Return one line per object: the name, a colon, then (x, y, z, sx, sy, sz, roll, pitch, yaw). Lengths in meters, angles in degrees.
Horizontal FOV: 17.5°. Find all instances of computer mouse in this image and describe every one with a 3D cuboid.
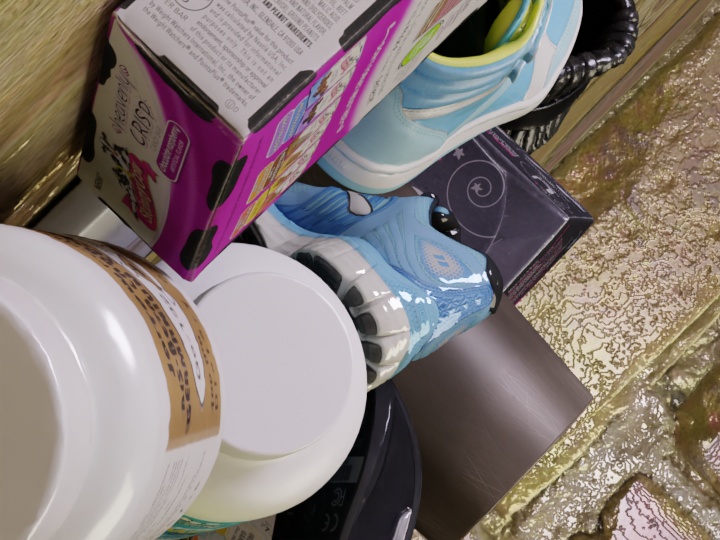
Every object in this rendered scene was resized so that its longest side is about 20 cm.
computer mouse: (-0.026, 0.143, 1.029, 0.140, 0.046, 0.201, -17, -124, 55)

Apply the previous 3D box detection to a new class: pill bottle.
pill bottle: (-0.110, 0.043, 0.707, 0.114, 0.114, 0.200, -46, 175, 3)
pill bottle: (-0.064, 0.051, 0.958, 0.111, 0.111, 0.200, -44, -175, -19)

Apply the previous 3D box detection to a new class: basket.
basket: (0.011, 0.038, 1.207, 0.136, 0.200, 0.180, -43, 175, -30)

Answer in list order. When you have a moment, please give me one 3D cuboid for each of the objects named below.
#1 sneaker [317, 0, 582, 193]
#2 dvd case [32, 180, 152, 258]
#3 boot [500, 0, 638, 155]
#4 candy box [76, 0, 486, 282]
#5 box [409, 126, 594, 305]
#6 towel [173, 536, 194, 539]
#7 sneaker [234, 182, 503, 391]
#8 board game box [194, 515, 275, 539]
sneaker: (0.067, -0.122, 1.102, 0.200, 0.080, 0.131, -43, 176, -40)
dvd case: (-0.072, -0.042, 0.915, 0.200, 0.018, 0.143, -45, 175, -11)
boot: (0.083, -0.089, 1.484, 0.211, 0.079, 0.158, -56, -174, -21)
candy box: (-0.002, -0.100, 0.782, 0.200, 0.061, 0.136, -44, 174, -22)
box: (0.017, -0.002, 1.349, 0.200, 0.132, 0.115, -47, 172, 8)
towel: (-0.128, 0.182, 1.109, 0.200, 0.023, 0.144, -48, -160, 54)
sneaker: (0.000, 0.000, 1.044, 0.090, 0.079, 0.200, -16, -158, -20)
board game box: (-0.127, 0.155, 1.380, 0.034, 0.134, 0.200, -42, 173, -44)
